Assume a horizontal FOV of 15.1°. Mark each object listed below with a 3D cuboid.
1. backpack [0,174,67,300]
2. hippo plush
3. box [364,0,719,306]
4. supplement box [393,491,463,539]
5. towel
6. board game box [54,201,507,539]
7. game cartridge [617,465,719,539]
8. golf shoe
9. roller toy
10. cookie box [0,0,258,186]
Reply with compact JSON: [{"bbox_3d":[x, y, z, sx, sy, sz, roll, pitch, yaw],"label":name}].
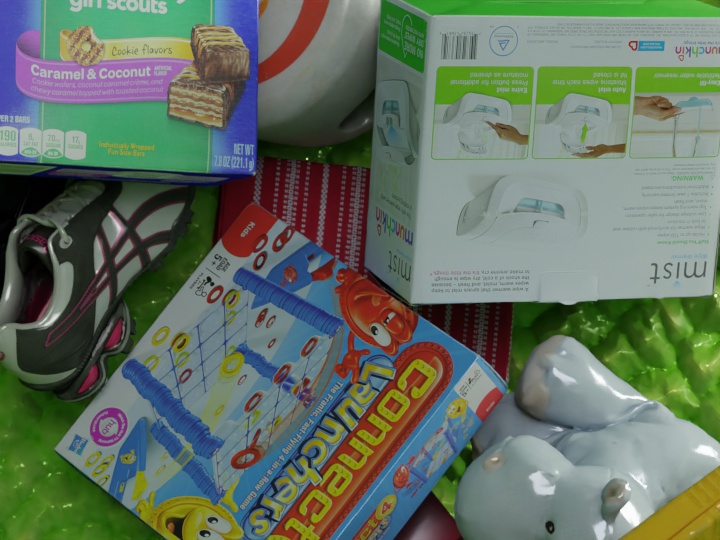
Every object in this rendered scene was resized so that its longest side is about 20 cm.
[{"bbox_3d":[-0.256,-0.083,1.672,0.153,0.176,0.201,1,72,19],"label":"backpack"},{"bbox_3d":[0.135,0.152,1.596,0.200,0.160,0.161,23,32,15],"label":"hippo plush"},{"bbox_3d":[0.114,-0.074,1.631,0.199,0.097,0.177,-2,106,-19],"label":"box"},{"bbox_3d":[0.057,0.242,1.632,0.109,0.061,0.200,-35,75,-16],"label":"supplement box"},{"bbox_3d":[0.000,0.000,1.745,0.199,0.022,0.145,7,66,-4],"label":"towel"},{"bbox_3d":[-0.049,0.090,1.627,0.196,0.056,0.200,34,82,32],"label":"board game box"},{"bbox_3d":[0.148,0.205,1.526,0.200,0.176,0.032,-34,60,-14],"label":"game cartridge"},{"bbox_3d":[-0.161,-0.022,1.639,0.077,0.088,0.200,10,73,36],"label":"golf shoe"},{"bbox_3d":[-0.049,-0.172,1.722,0.200,0.140,0.183,-7,83,27],"label":"roller toy"},{"bbox_3d":[-0.148,-0.156,1.593,0.171,0.075,0.201,2,85,-26],"label":"cookie box"}]
